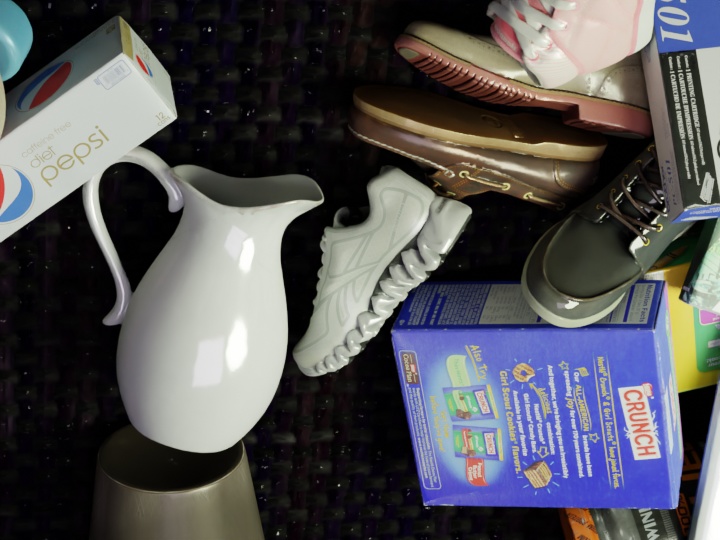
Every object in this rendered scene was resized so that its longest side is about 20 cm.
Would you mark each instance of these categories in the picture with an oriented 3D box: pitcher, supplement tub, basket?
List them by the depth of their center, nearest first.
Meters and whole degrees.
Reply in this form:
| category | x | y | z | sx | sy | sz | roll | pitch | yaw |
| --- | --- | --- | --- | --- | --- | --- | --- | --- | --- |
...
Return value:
| category | x | y | z | sx | sy | sz | roll | pitch | yaw |
| --- | --- | --- | --- | --- | --- | --- | --- | --- | --- |
| pitcher | -0.130 | 0.017 | 1.457 | 0.170 | 0.121 | 0.201 | 16 | 107 | 3 |
| basket | -0.143 | 0.226 | 1.560 | 0.179 | 0.136 | 0.201 | -14 | 120 | -25 |
| supplement tub | 0.266 | 0.200 | 1.630 | 0.199 | 0.123 | 0.123 | -17 | 122 | -2 |

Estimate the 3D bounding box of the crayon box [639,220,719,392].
| category | x | y | z | sx | sy | sz | roll | pitch | yaw |
| --- | --- | --- | --- | --- | --- | --- | --- | --- | --- |
| crayon box | 0.284 | 0.022 | 1.564 | 0.199 | 0.058 | 0.119 | -12 | 122 | -4 |

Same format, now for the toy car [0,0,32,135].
| category | x | y | z | sx | sy | sz | roll | pitch | yaw |
| --- | --- | --- | --- | --- | --- | --- | --- | --- | --- |
| toy car | -0.350 | -0.123 | 1.316 | 0.199 | 0.185 | 0.177 | -13 | 128 | 32 |

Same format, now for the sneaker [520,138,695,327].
| category | x | y | z | sx | sy | sz | roll | pitch | yaw |
| --- | --- | --- | --- | --- | --- | --- | --- | --- | --- |
| sneaker | 0.192 | -0.046 | 1.435 | 0.075 | 0.200 | 0.106 | 41 | 143 | 12 |

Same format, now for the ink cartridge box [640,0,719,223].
| category | x | y | z | sx | sy | sz | roll | pitch | yaw |
| --- | --- | --- | --- | --- | --- | --- | --- | --- | --- |
| ink cartridge box | 0.246 | -0.139 | 1.400 | 0.093 | 0.044 | 0.201 | -6 | 80 | -7 |

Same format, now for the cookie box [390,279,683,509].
| category | x | y | z | sx | sy | sz | roll | pitch | yaw |
| --- | --- | --- | --- | --- | --- | --- | --- | --- | --- |
| cookie box | 0.138 | 0.095 | 1.529 | 0.199 | 0.075 | 0.172 | 0 | 123 | 17 |

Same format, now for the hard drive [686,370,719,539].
| category | x | y | z | sx | sy | sz | roll | pitch | yaw |
| --- | --- | --- | --- | --- | --- | --- | --- | --- | --- |
| hard drive | 0.329 | 0.141 | 1.548 | 0.131 | 0.025 | 0.201 | 8 | 99 | -8 |

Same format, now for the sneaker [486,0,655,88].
| category | x | y | z | sx | sy | sz | roll | pitch | yaw |
| --- | --- | --- | --- | --- | --- | --- | --- | --- | --- |
| sneaker | 0.135 | -0.187 | 1.319 | 0.104 | 0.076 | 0.201 | -26 | 153 | -7 |

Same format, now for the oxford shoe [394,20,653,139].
| category | x | y | z | sx | sy | sz | roll | pitch | yaw |
| --- | --- | --- | --- | --- | --- | --- | --- | --- | --- |
| oxford shoe | 0.121 | -0.152 | 1.436 | 0.199 | 0.070 | 0.075 | 15 | 89 | -17 |

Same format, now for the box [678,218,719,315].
| category | x | y | z | sx | sy | sz | roll | pitch | yaw |
| --- | --- | --- | --- | --- | --- | --- | --- | --- | --- |
| box | 0.335 | -0.049 | 1.492 | 0.143 | 0.036 | 0.201 | 18 | 92 | -9 |

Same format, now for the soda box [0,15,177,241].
| category | x | y | z | sx | sy | sz | roll | pitch | yaw |
| --- | --- | --- | --- | --- | --- | --- | --- | --- | --- |
| soda box | -0.225 | -0.086 | 1.392 | 0.199 | 0.068 | 0.064 | -33 | 120 | 10 |

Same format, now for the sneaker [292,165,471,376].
| category | x | y | z | sx | sy | sz | roll | pitch | yaw |
| --- | --- | --- | --- | --- | --- | --- | --- | --- | --- |
| sneaker | 0.000 | 0.000 | 1.482 | 0.081 | 0.075 | 0.200 | 37 | 127 | -3 |

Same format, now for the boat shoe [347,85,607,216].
| category | x | y | z | sx | sy | sz | roll | pitch | yaw |
| --- | --- | --- | --- | --- | --- | --- | --- | --- | --- |
| boat shoe | 0.081 | -0.081 | 1.455 | 0.199 | 0.071 | 0.071 | 12 | 116 | -18 |
